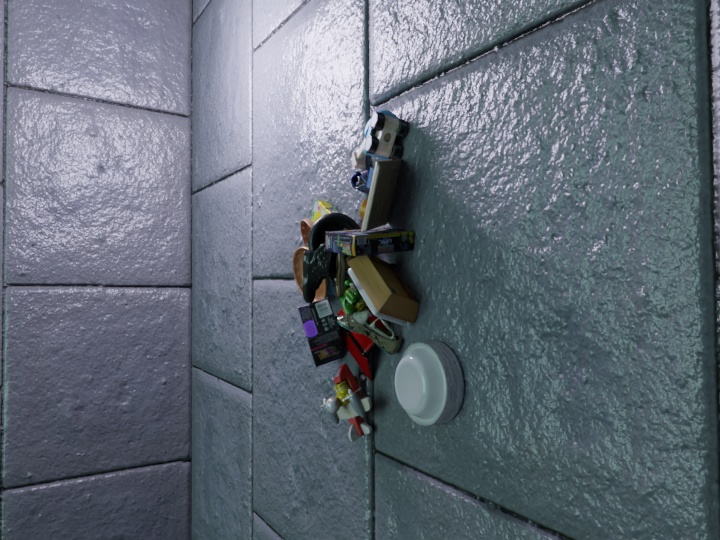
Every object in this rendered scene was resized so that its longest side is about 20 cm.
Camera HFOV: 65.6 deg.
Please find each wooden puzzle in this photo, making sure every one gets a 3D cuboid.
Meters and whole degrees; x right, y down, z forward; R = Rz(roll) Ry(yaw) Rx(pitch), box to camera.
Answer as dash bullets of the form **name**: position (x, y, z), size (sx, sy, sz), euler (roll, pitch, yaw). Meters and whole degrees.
- **wooden puzzle**: position (0.049, -0.211, 1.529), size (0.045, 0.199, 0.191), euler (18, 109, 17)

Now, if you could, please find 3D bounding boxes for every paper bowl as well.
- **paper bowl**: position (0.160, 0.284, 1.407), size (0.199, 0.102, 0.208), euler (-2, 88, 59)

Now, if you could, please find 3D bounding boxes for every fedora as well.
- **fedora**: position (-0.072, -0.078, 1.755), size (0.092, 0.193, 0.208), euler (-150, 62, -87)

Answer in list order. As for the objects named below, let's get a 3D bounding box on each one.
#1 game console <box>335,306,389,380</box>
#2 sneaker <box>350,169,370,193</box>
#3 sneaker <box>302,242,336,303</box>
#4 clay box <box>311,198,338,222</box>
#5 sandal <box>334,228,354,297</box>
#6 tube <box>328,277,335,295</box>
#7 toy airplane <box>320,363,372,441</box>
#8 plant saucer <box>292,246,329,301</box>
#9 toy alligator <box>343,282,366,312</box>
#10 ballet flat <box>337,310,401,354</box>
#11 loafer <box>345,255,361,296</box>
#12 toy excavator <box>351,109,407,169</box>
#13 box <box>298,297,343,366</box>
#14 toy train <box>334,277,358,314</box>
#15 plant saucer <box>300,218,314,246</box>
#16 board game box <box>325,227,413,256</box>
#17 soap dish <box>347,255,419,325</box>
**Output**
- **game console**: position (0.014, 0.198, 1.719), size (0.173, 0.118, 0.200), euler (-48, 43, 4)
- **sneaker**: position (0.004, -0.271, 1.663), size (0.200, 0.076, 0.078), euler (-148, 69, -73)
- **sneaker**: position (-0.120, 0.007, 1.684), size (0.101, 0.060, 0.206), euler (6, 110, 14)
- **clay box**: position (-0.108, -0.152, 1.891), size (0.200, 0.046, 0.118), euler (48, 130, 48)
- **sandal**: position (-0.042, -0.019, 1.620), size (0.081, 0.052, 0.207), euler (116, 157, -67)
- **tube**: position (-0.145, 0.045, 1.945), size (0.198, 0.050, 0.079), euler (8, 131, 56)
- **toy airplane**: position (-0.043, 0.416, 1.691), size (0.199, 0.138, 0.205), euler (43, 124, 48)
- **plant saucer**: position (-0.163, 0.016, 1.891), size (0.198, 0.037, 0.206), euler (30, 129, 44)
- **toy alligator**: position (-0.025, 0.084, 1.564), size (0.059, 0.054, 0.201), euler (45, 173, 18)
- **ballet flat**: position (0.031, 0.159, 1.574), size (0.196, 0.068, 0.077), euler (31, 115, 4)
- **loafer**: position (0.000, 0.000, 1.675), size (0.074, 0.068, 0.205), euler (-26, 72, 20)
- **toy excavator**: position (0.041, -0.376, 1.634), size (0.201, 0.097, 0.200), euler (-124, 47, -60)
- **box**: position (-0.123, 0.200, 1.783), size (0.202, 0.103, 0.125), euler (85, 165, -57)
- **toy train**: position (-0.037, 0.087, 1.708), size (0.042, 0.055, 0.203), euler (77, 174, -47)
- **plant saucer**: position (-0.149, -0.082, 1.907), size (0.202, 0.032, 0.203), euler (55, 160, 30)
- **board game box**: position (0.023, -0.081, 1.540), size (0.164, 0.195, 0.059), euler (10, 104, 57)
- **soap dish**: position (0.065, 0.047, 1.524), size (0.082, 0.155, 0.202), euler (-50, 47, 19)
